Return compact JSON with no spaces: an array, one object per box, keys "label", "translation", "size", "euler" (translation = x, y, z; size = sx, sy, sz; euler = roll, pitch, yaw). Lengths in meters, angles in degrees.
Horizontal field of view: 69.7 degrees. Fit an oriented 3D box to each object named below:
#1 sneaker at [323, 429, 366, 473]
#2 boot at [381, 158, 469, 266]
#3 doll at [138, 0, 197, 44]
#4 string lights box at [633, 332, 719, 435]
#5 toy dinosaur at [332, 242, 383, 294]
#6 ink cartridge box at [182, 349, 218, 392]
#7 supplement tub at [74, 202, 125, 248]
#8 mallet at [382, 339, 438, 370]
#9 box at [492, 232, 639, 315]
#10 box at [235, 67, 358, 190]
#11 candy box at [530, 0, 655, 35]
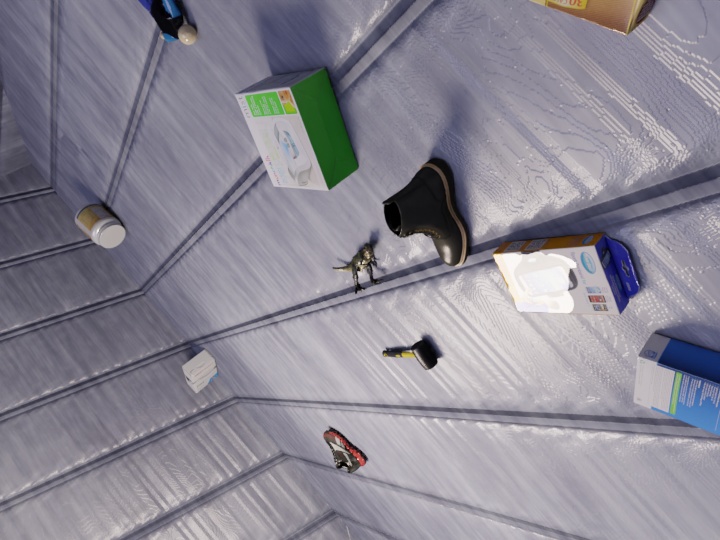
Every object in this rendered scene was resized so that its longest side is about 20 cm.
[{"label":"sneaker","translation":[-0.078,0.679,1.929],"size":[0.200,0.098,0.071],"euler":[33,147,28]},{"label":"boot","translation":[0.105,-0.067,0.871],"size":[0.077,0.138,0.200],"euler":[9,131,48]},{"label":"doll","translation":[-0.428,-0.564,1.112],"size":[0.200,0.048,0.136],"euler":[48,150,5]},{"label":"string lights box","translation":[0.491,0.171,0.705],"size":[0.200,0.059,0.103],"euler":[20,138,40]},{"label":"toy dinosaur","translation":[0.000,0.000,1.167],"size":[0.088,0.047,0.200],"euler":[64,150,5]},{"label":"ink cartridge box","translation":[-0.825,0.520,2.668],"size":[0.084,0.145,0.200],"euler":[39,147,19]},{"label":"supplement tub","translation":[-1.192,-0.205,2.372],"size":[0.200,0.145,0.145],"euler":[36,146,23]},{"label":"mallet","translation":[0.105,0.195,1.250],"size":[0.200,0.041,0.066],"euler":[-2,123,57]},{"label":"box","translation":[0.309,0.009,0.786],"size":[0.200,0.041,0.119],"euler":[-3,121,55]},{"label":"box","translation":[-0.120,-0.267,0.991],"size":[0.176,0.097,0.200],"euler":[13,134,42]},{"label":"candy box","translation":[0.247,-0.342,0.479],"size":[0.115,0.055,0.200],"euler":[35,145,23]}]
